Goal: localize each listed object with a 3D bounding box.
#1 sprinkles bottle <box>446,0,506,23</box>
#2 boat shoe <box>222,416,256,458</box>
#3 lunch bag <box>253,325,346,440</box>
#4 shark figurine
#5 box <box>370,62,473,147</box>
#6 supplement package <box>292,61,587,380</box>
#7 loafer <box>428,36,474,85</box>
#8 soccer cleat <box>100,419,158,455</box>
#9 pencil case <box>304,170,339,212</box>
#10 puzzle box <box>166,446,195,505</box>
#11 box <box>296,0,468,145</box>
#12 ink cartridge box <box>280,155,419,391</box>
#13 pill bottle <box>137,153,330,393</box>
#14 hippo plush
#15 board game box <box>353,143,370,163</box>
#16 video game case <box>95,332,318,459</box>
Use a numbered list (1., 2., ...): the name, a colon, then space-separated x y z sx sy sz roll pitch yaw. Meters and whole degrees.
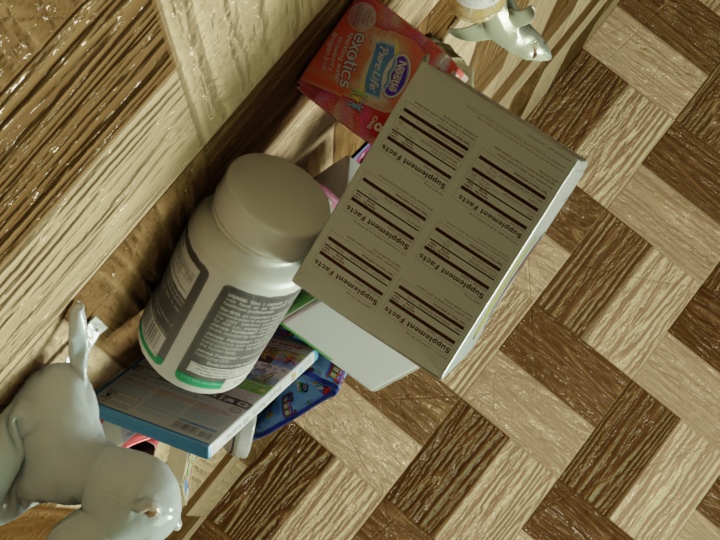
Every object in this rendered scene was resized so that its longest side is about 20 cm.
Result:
1. sprinkles bottle: 0.115 -0.298 1.163 0.068 0.068 0.200 -51 174 -2
2. boat shoe: -0.149 0.147 1.244 0.200 0.065 0.074 177 -77 -75
3. lunch bag: -0.078 0.106 1.381 0.200 0.094 0.151 -51 -170 47
4. shark figurine: 0.170 -0.342 1.418 0.215 0.127 0.090 83 18 -57
5. box: 0.060 -0.124 1.251 0.078 0.094 0.202 120 -19 -56
6. supplement package: 0.074 -0.044 1.004 0.201 0.146 0.191 -58 172 11
7. loafer: 0.094 -0.228 1.421 0.076 0.067 0.200 -54 174 23
8. soccer cleat: -0.215 0.150 1.209 0.200 0.073 0.069 -43 151 -43
9. pencil case: -0.097 -0.004 1.177 0.201 0.086 0.083 -51 141 0
10. puzzle box: -0.227 0.224 1.562 0.200 0.025 0.134 110 -12 -71
11. box: 0.025 -0.171 1.093 0.103 0.094 0.200 -52 174 8
12. ink cartridge box: 0.000 0.000 1.274 0.084 0.146 0.201 -31 -143 32
13. pill bottle: -0.108 0.004 1.037 0.201 0.113 0.113 -56 173 37
14. hippo plush: -0.213 0.163 0.947 0.200 0.160 0.159 -50 174 -9
15. board game box: 0.010 -0.116 1.566 0.200 0.039 0.158 -47 172 -35
16. video game case: -0.151 0.106 1.183 0.200 0.142 0.018 -40 139 -52
